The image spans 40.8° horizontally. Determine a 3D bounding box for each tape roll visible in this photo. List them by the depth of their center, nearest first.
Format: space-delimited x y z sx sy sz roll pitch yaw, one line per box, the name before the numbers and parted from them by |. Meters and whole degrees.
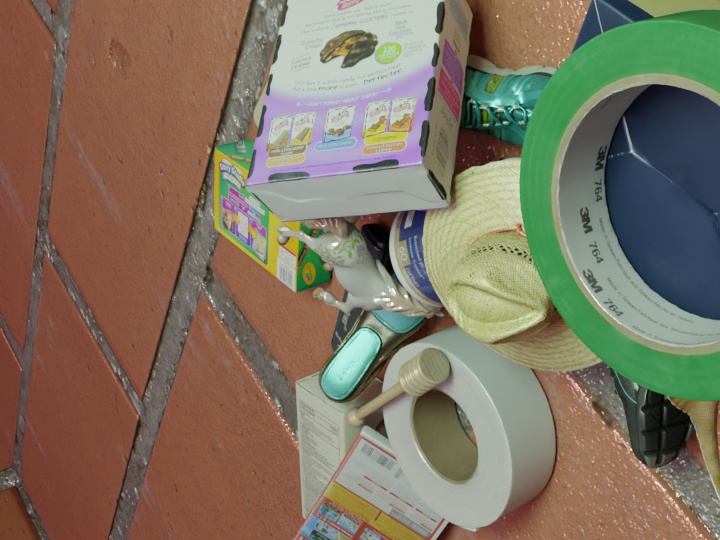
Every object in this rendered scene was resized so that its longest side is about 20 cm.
tape roll | 0.174 -0.034 0.522 0.199 0.048 0.204 27 125 45
tape roll | 0.110 0.164 1.022 0.201 0.070 0.206 26 124 45

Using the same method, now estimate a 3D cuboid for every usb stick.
usb stick | 0.002 0.033 1.145 0.055 0.032 0.202 45 137 31

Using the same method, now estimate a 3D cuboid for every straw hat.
straw hat | 0.117 0.015 0.771 0.198 0.085 0.205 17 122 29

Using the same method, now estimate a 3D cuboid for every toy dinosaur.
toy dinosaur | 0.266 0.083 0.747 0.058 0.100 0.204 -2 103 53

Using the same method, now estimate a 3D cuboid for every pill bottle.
pill bottle | 0.122 -0.037 0.882 0.199 0.110 0.113 -20 89 55

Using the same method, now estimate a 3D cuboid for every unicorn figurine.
unicorn figurine | 0.000 0.000 0.975 0.136 0.199 0.075 12 73 42

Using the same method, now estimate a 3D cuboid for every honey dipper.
honey dipper | 0.033 0.133 1.029 0.038 0.038 0.200 62 148 12

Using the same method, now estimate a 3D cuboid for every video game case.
video game case | 0.019 0.293 1.147 0.142 0.017 0.202 31 118 2

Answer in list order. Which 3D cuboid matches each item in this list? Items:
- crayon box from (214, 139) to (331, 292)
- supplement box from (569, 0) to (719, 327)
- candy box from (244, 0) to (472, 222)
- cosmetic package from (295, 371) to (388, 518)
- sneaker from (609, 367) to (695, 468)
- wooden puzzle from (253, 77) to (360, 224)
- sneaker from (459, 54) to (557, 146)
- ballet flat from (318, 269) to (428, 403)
crayon box | -0.114 -0.073 1.233 0.199 0.058 0.121 35 131 41
supplement box | 0.252 -0.077 0.611 0.200 0.197 0.136 46 137 31
candy box | 0.003 -0.152 0.841 0.165 0.072 0.204 -3 63 27
cosmetic package | -0.017 0.232 1.210 0.103 0.086 0.204 27 126 45
sneaker | 0.239 0.062 0.815 0.079 0.074 0.205 8 103 62
wooden puzzle | -0.042 -0.150 0.996 0.202 0.037 0.186 59 143 18
sneaker | 0.119 -0.144 0.868 0.198 0.079 0.079 22 122 47
ballet flat | 0.029 0.063 1.069 0.067 0.072 0.201 38 99 10
